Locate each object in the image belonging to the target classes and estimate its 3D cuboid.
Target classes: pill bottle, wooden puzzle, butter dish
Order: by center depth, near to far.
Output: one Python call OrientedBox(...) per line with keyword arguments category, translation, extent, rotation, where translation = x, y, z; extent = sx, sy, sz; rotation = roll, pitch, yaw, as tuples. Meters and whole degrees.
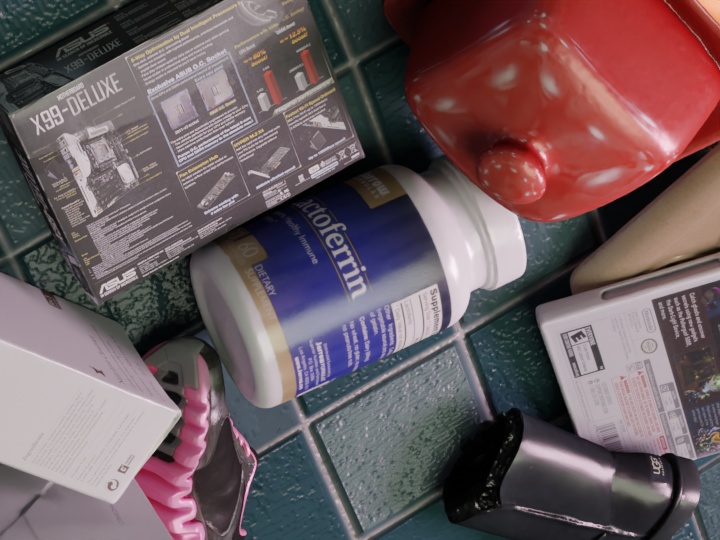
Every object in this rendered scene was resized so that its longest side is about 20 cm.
OrientedBox(category="butter dish", translation=(0.113, -0.101, 1.590), extent=(0.199, 0.200, 0.148), rotation=(45, 48, -18))
OrientedBox(category="pill bottle", translation=(0.000, 0.000, 1.686), extent=(0.200, 0.116, 0.116), rotation=(-24, 129, -15))
OrientedBox(category="wooden puzzle", translation=(0.273, -0.021, 1.840), extent=(0.200, 0.046, 0.185), rotation=(18, 134, -35))

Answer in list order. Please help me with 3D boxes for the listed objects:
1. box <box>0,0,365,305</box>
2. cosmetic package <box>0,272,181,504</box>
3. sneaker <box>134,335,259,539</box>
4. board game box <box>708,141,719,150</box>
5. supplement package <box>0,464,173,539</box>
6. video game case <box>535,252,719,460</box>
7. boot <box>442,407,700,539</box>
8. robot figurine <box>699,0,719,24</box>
OrientedBox(category="box", translation=(-0.112, -0.092, 1.605), extent=(0.200, 0.050, 0.158), rotation=(-30, 130, -10))
OrientedBox(category="cosmetic package", translation=(-0.224, 0.058, 1.600), extent=(0.200, 0.113, 0.081), rotation=(27, 105, -41))
OrientedBox(category="sneaker", translation=(-0.107, 0.123, 1.747), extent=(0.095, 0.079, 0.200), rotation=(-27, 134, -41))
OrientedBox(category="board game box", translation=(0.328, -0.159, 1.812), extent=(0.200, 0.048, 0.102), rotation=(-29, 130, -10))
OrientedBox(category="supplement package", translation=(-0.228, 0.228, 1.680), extent=(0.150, 0.152, 0.200), rotation=(1, 119, -30))
OrientedBox(category="video game case", translation=(0.234, 0.068, 1.872), extent=(0.181, 0.023, 0.200), rotation=(-16, 136, 6))
OrientedBox(category="boot", translation=(0.132, 0.187, 1.913), extent=(0.168, 0.077, 0.200), rotation=(16, 131, -20))
OrientedBox(category="robot figurine", translation=(0.207, -0.185, 1.676), extent=(0.200, 0.117, 0.144), rotation=(16, 137, -29))
